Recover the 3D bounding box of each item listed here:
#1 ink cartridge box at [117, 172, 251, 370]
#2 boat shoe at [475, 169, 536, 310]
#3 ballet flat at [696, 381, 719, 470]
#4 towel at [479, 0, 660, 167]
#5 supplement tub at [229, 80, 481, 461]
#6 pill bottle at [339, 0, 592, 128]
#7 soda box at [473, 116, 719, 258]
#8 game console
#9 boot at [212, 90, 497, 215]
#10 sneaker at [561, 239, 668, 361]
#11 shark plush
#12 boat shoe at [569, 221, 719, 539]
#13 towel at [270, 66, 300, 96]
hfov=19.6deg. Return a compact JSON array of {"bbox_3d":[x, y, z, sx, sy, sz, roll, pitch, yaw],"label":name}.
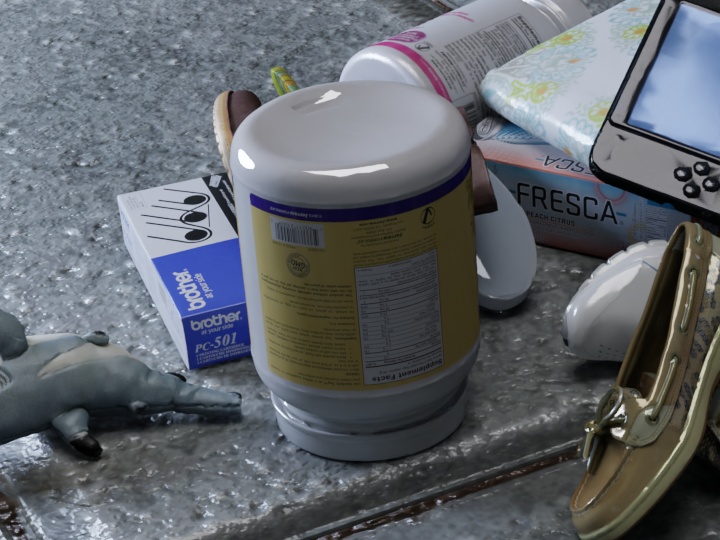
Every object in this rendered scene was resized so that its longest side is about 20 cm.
[{"bbox_3d":[-0.102,-0.005,1.461,0.094,0.044,0.200,-14,30,-14],"label":"ink cartridge box"},{"bbox_3d":[0.058,-0.040,1.473,0.074,0.068,0.199,-23,58,-23],"label":"boat shoe"},{"bbox_3d":[0.231,0.095,1.192,0.068,0.075,0.200,-6,27,-14],"label":"ballet flat"},{"bbox_3d":[0.211,-0.143,1.512,0.200,0.048,0.171,-28,30,-17],"label":"towel"},{"bbox_3d":[0.000,0.000,1.272,0.145,0.200,0.145,-4,29,2],"label":"supplement tub"},{"bbox_3d":[0.090,-0.149,1.628,0.200,0.113,0.113,-27,35,-36],"label":"pill bottle"},{"bbox_3d":[0.163,-0.056,1.496,0.200,0.064,0.068,14,33,30],"label":"soda box"},{"bbox_3d":[0.266,-0.136,1.368,0.176,0.116,0.200,22,60,11],"label":"game console"},{"bbox_3d":[-0.006,-0.076,1.429,0.166,0.072,0.200,-21,46,-1],"label":"boot"},{"bbox_3d":[0.227,0.026,1.329,0.200,0.075,0.087,-10,33,-9],"label":"sneaker"},{"bbox_3d":[-0.179,0.090,1.318,0.200,0.091,0.083,10,45,-15],"label":"shark plush"},{"bbox_3d":[0.165,0.066,1.192,0.200,0.063,0.073,-59,14,-24],"label":"boat shoe"},{"bbox_3d":[-0.020,-0.084,1.560,0.018,0.086,0.200,-33,32,-1],"label":"towel"}]
